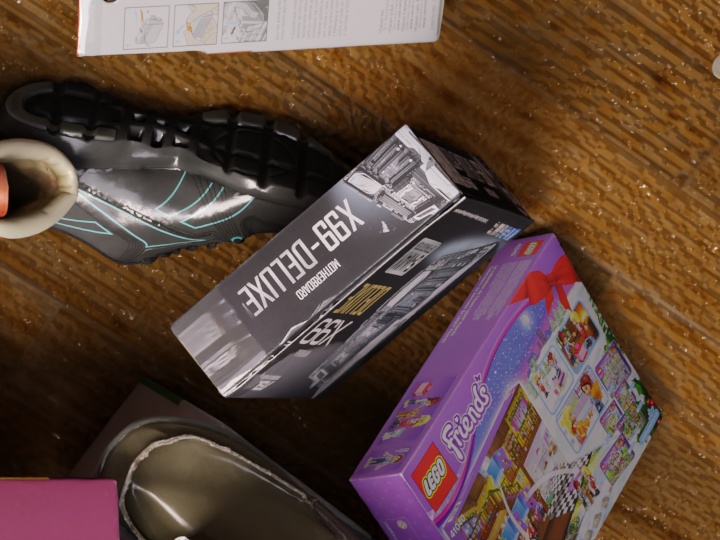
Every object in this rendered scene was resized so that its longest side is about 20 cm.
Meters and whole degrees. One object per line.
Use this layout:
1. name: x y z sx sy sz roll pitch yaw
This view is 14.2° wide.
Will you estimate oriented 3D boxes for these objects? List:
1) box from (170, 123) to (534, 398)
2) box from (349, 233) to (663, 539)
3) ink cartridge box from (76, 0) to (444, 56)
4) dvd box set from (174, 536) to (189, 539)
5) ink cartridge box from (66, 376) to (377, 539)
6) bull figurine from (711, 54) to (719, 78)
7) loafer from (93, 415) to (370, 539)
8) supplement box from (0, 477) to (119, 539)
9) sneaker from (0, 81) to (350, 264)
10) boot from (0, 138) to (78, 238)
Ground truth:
1. box: 0.000 0.000 1.500 0.158 0.200 0.050 -40 79 8
2. box: 0.083 0.095 1.563 0.039 0.200 0.137 -10 123 40
3. ink cartridge box: -0.054 -0.170 1.472 0.200 0.050 0.109 -5 114 -22
4. dvd box set: -0.047 0.191 1.431 0.146 0.200 0.029 31 74 -1
5. ink cartridge box: -0.048 0.157 1.576 0.200 0.147 0.083 40 83 -22
6. bull figurine: 0.257 -0.111 1.552 0.200 0.065 0.121 -52 150 5
7. loafer: -0.043 0.137 1.459 0.200 0.070 0.075 30 86 -22
8. supplement box: -0.198 0.178 1.448 0.131 0.200 0.103 2 70 -14
9. sneaker: -0.098 -0.044 1.538 0.200 0.075 0.079 13 120 -5
10. boot: -0.232 -0.040 1.424 0.200 0.107 0.075 -7 93 -52
